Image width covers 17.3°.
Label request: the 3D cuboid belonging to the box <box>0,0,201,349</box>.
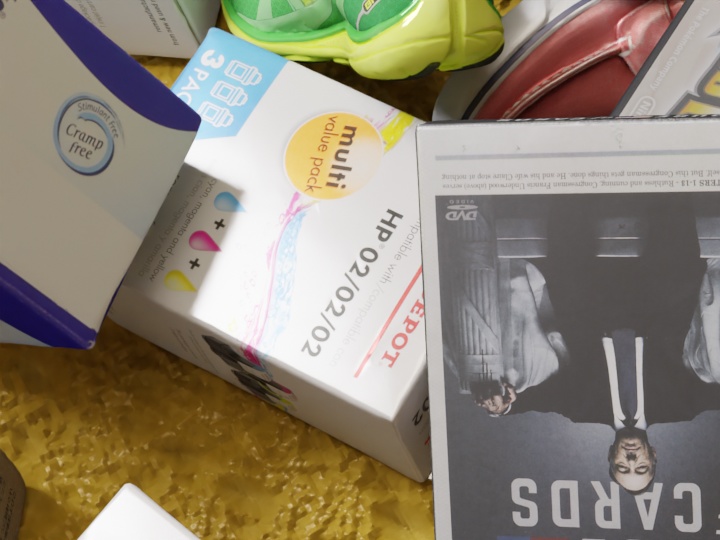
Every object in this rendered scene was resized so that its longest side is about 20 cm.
[{"bbox_3d":[-0.197,-0.063,0.891,0.199,0.184,0.105,1,60,47],"label":"box"}]

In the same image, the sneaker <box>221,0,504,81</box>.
[{"bbox_3d":[0.002,-0.123,0.931,0.074,0.200,0.084,-8,102,-24],"label":"sneaker"}]

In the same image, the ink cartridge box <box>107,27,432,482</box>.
[{"bbox_3d":[0.000,0.000,0.917,0.199,0.068,0.116,25,73,23],"label":"ink cartridge box"}]

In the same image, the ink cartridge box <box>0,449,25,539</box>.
[{"bbox_3d":[-0.194,0.136,0.841,0.075,0.165,0.201,3,64,14],"label":"ink cartridge box"}]

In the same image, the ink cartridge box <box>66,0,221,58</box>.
[{"bbox_3d":[-0.154,-0.178,1.032,0.199,0.084,0.146,5,65,16],"label":"ink cartridge box"}]

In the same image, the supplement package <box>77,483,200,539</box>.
[{"bbox_3d":[-0.033,0.190,0.801,0.200,0.120,0.121,36,78,26],"label":"supplement package"}]

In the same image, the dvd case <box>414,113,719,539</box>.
[{"bbox_3d":[0.096,0.046,0.828,0.149,0.025,0.202,0,98,21],"label":"dvd case"}]

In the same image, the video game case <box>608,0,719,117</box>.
[{"bbox_3d":[0.205,-0.071,0.859,0.180,0.026,0.200,27,67,20],"label":"video game case"}]

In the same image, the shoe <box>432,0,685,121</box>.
[{"bbox_3d":[0.131,-0.080,0.925,0.199,0.072,0.091,-30,58,-7],"label":"shoe"}]
